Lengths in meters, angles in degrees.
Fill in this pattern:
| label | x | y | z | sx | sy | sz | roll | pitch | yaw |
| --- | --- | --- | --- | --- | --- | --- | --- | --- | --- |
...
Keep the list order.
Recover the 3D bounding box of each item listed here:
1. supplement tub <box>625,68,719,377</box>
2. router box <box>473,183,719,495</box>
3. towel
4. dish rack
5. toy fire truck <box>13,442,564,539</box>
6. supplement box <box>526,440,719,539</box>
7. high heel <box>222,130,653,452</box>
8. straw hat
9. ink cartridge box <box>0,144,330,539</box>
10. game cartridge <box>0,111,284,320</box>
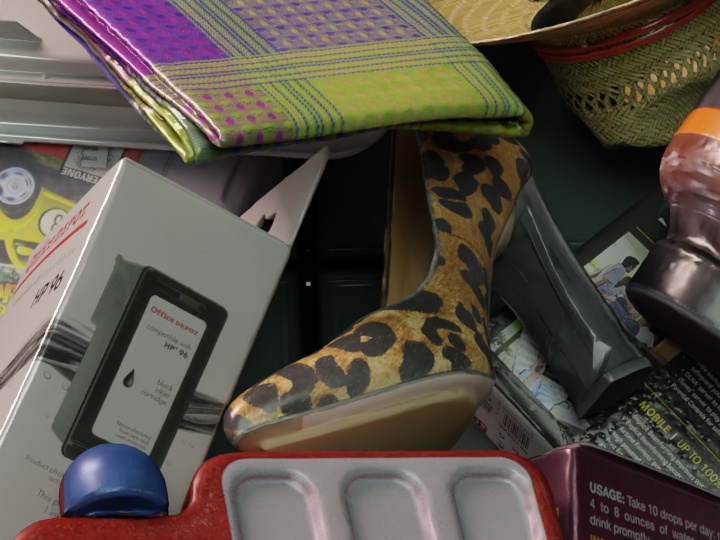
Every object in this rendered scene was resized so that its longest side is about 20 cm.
| label | x | y | z | sx | sy | sz | roll | pitch | yaw |
| --- | --- | --- | --- | --- | --- | --- | --- | --- | --- |
| supplement tub | 0.180 | -0.052 | 0.898 | 0.107 | 0.107 | 0.200 | 34 | 83 | 12 |
| router box | 0.153 | 0.064 | 0.940 | 0.149 | 0.051 | 0.200 | -37 | 71 | -17 |
| towel | -0.045 | -0.093 | 0.890 | 0.143 | 0.023 | 0.200 | -9 | 36 | -34 |
| dish rack | -0.083 | -0.126 | 0.998 | 0.199 | 0.044 | 0.172 | 4 | 53 | -6 |
| toy fire truck | -0.026 | 0.126 | 0.723 | 0.199 | 0.112 | 0.168 | 1 | 51 | -18 |
| supplement box | 0.055 | 0.175 | 0.831 | 0.103 | 0.131 | 0.201 | 23 | 59 | -40 |
| high heel | 0.000 | 0.000 | 0.869 | 0.200 | 0.071 | 0.143 | -10 | 59 | -46 |
| straw hat | 0.115 | -0.095 | 0.985 | 0.201 | 0.201 | 0.085 | -27 | 110 | -13 |
| ink cartridge box | -0.090 | 0.042 | 0.834 | 0.068 | 0.116 | 0.200 | 29 | 65 | -14 |
| game cartridge | -0.142 | -0.018 | 0.960 | 0.199 | 0.041 | 0.133 | 16 | 58 | 5 |
